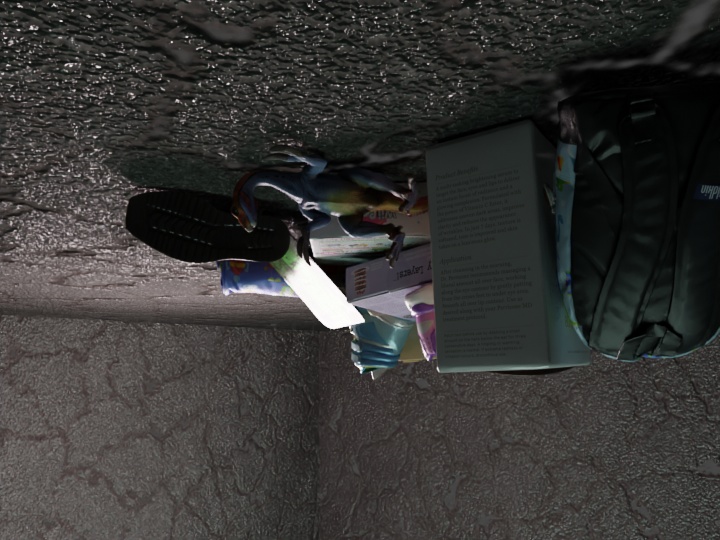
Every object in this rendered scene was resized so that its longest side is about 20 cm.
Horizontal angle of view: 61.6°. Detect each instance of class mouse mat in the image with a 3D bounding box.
[{"bbox_3d":[-0.084,0.007,0.864,0.008,0.200,0.160,-46,-170,-22],"label":"mouse mat"}]

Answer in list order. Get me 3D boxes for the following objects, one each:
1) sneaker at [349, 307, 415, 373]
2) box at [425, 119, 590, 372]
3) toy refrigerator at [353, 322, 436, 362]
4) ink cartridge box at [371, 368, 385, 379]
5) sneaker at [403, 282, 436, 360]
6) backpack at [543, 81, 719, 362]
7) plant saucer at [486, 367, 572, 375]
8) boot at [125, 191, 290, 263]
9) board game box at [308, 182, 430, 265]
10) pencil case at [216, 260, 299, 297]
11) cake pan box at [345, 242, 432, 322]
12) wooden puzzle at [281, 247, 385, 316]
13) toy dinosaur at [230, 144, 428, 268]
[{"bbox_3d":[-0.004,0.085,0.971,0.078,0.135,0.198,-1,-157,-43],"label":"sneaker"},{"bbox_3d":[0.143,-0.011,0.574,0.104,0.208,0.151,-8,169,33],"label":"box"},{"bbox_3d":[0.082,0.113,0.993,0.196,0.073,0.075,-11,176,44],"label":"toy refrigerator"},{"bbox_3d":[0.057,0.091,1.144,0.065,0.207,0.115,-6,-170,29],"label":"ink cartridge box"},{"bbox_3d":[0.138,0.071,0.717,0.195,0.092,0.080,6,158,-33],"label":"sneaker"},{"bbox_3d":[0.222,-0.032,0.466,0.157,0.208,0.154,-3,-169,7],"label":"backpack"},{"bbox_3d":[0.203,0.090,0.828,0.193,0.038,0.201,0,-167,0],"label":"plant saucer"},{"bbox_3d":[-0.204,-0.047,0.769,0.195,0.080,0.137,14,177,-29],"label":"boot"},{"bbox_3d":[0.008,-0.052,0.765,0.142,0.067,0.200,-1,173,-3],"label":"board game box"},{"bbox_3d":[-0.157,0.008,1.070,0.193,0.080,0.088,2,142,-18],"label":"pencil case"},{"bbox_3d":[0.107,0.018,0.776,0.196,0.054,0.181,-16,160,38],"label":"cake pan box"},{"bbox_3d":[0.000,0.000,0.932,0.197,0.048,0.183,27,-161,34],"label":"wooden puzzle"},{"bbox_3d":[-0.036,-0.065,0.623,0.177,0.109,0.199,18,-168,22],"label":"toy dinosaur"}]
